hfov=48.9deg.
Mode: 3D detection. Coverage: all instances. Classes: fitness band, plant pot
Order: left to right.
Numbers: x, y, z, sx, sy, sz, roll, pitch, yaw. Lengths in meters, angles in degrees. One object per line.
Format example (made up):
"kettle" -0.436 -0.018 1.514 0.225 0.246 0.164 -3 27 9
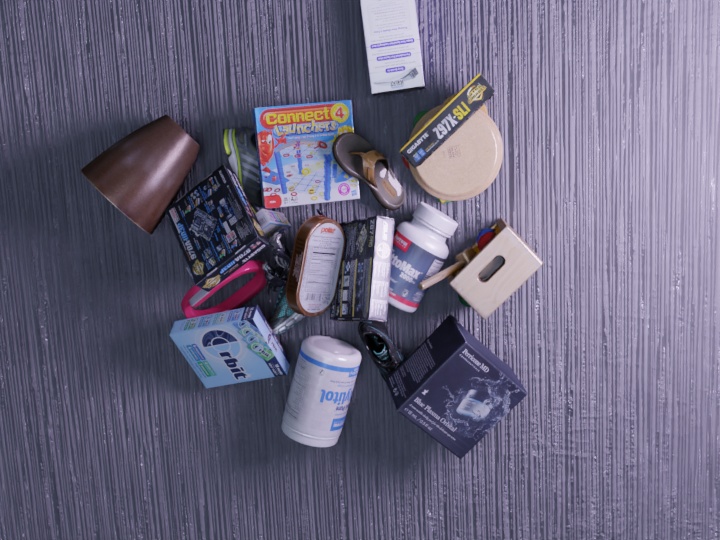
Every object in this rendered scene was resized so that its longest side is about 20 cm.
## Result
"plant pot" -0.427 -0.211 1.608 0.187 0.187 0.200 42 86 -2
"fitness band" -0.280 0.042 1.641 0.199 0.143 0.038 -36 68 12

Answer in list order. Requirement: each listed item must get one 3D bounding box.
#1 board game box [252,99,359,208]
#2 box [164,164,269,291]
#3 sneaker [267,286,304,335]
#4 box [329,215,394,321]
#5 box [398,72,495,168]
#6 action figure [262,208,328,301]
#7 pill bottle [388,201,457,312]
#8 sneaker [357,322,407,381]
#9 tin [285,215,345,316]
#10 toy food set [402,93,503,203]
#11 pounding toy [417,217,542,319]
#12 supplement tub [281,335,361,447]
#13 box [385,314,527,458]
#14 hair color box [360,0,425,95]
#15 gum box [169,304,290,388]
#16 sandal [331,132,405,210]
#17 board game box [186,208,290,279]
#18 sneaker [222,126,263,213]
"board game box" -0.108 -0.234 1.592 0.197 0.056 0.199 -7 99 -10
"box" -0.282 -0.085 1.546 0.158 0.046 0.201 -36 59 11
"sneaker" -0.146 0.064 1.671 0.199 0.078 0.092 -37 85 3
"box" 0.000 0.000 1.575 0.049 0.161 0.203 8 82 -28
"box" 0.162 -0.277 1.483 0.200 0.160 0.049 -43 93 12
"action figure" -0.144 -0.036 1.610 0.102 0.119 0.200 44 77 -9
"pill bottle" 0.108 -0.030 1.599 0.119 0.120 0.201 30 101 0
"sneaker" 0.057 0.191 1.661 0.075 0.079 0.201 -36 96 10
"tin" -0.087 -0.007 1.569 0.042 0.111 0.203 17 100 40
"toy food set" 0.186 -0.240 1.592 0.196 0.049 0.201 -29 96 10
"pounding toy" 0.232 -0.004 1.557 0.142 0.184 0.200 45 101 -3
"supplement tub" -0.082 0.250 1.659 0.130 0.132 0.202 15 101 3
"box" 0.192 0.237 1.606 0.196 0.118 0.200 39 101 -23
"hair color box" 0.064 -0.454 1.562 0.108 0.065 0.203 -6 97 6
"gum box" -0.270 0.162 1.650 0.198 0.045 0.171 -11 128 18
"sandal" 0.027 -0.198 1.576 0.200 0.054 0.082 48 67 -22
"board game box" -0.247 -0.050 1.622 0.199 0.134 0.034 -36 83 10
"sneaker" -0.220 -0.203 1.629 0.080 0.074 0.202 -17 99 5
